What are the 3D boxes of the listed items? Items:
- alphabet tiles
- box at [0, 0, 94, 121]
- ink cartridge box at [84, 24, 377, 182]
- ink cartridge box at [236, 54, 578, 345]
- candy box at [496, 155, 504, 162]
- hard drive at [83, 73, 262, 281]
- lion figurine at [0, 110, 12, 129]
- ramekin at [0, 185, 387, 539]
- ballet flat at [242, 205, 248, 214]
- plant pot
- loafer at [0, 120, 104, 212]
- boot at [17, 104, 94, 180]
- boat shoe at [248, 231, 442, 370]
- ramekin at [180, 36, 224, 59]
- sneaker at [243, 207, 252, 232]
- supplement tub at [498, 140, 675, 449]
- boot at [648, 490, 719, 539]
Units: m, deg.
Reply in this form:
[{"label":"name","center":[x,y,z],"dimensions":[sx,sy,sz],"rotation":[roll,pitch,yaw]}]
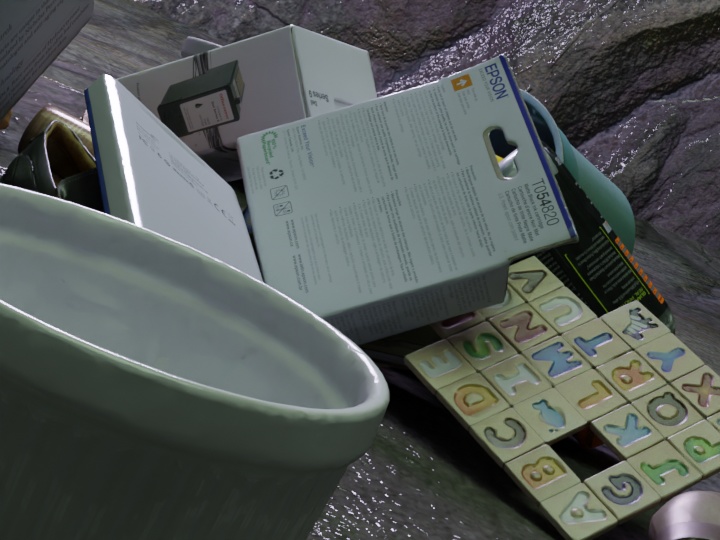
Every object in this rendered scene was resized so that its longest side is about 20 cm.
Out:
[{"label":"alphabet tiles","center":[0.132,0.067,0.998],"dimensions":[0.167,0.008,0.200],"rotation":[-22,51,-28]},{"label":"box","center":[-0.311,-0.210,1.085],"dimensions":[0.199,0.171,0.200],"rotation":[26,54,9]},{"label":"ink cartridge box","center":[-0.100,-0.128,1.331],"dimensions":[0.200,0.084,0.146],"rotation":[-13,-6,24]},{"label":"ink cartridge box","center":[0.027,-0.043,1.066],"dimensions":[0.200,0.200,0.041],"rotation":[-103,175,-46]},{"label":"candy box","center":[0.142,-0.010,1.364],"dimensions":[0.200,0.026,0.102],"rotation":[63,-15,-24]},{"label":"hard drive","center":[-0.108,-0.027,0.981],"dimensions":[0.132,0.025,0.200],"rotation":[44,14,-33]},{"label":"lion figurine","center":[-0.317,-0.143,1.245],"dimensions":[0.122,0.072,0.200],"rotation":[37,10,24]},{"label":"ramekin","center":[-0.100,0.052,0.593],"dimensions":[0.200,0.105,0.200],"rotation":[23,10,-4]},{"label":"ballet flat","center":[-0.047,-0.059,1.284],"dimensions":[0.064,0.076,0.200],"rotation":[40,-14,-2]},{"label":"plant pot","center":[0.160,-0.055,1.585],"dimensions":[0.200,0.200,0.196],"rotation":[33,6,41]},{"label":"loafer","center":[-0.170,-0.033,1.001],"dimensions":[0.073,0.072,0.200],"rotation":[16,14,-45]},{"label":"boot","center":[-0.154,-0.056,1.172],"dimensions":[0.155,0.077,0.200],"rotation":[33,-4,2]},{"label":"boat shoe","center":[0.001,0.031,1.102],"dimensions":[0.200,0.075,0.068],"rotation":[20,-20,18]},{"label":"ramekin","center":[-0.098,-0.151,1.626],"dimensions":[0.200,0.105,0.200],"rotation":[21,4,-1]},{"label":"sneaker","center":[0.000,0.000,1.176],"dimensions":[0.200,0.089,0.079],"rotation":[27,10,3]},{"label":"supplement tub","center":[0.137,0.018,1.140],"dimensions":[0.200,0.122,0.123],"rotation":[54,12,1]},{"label":"boot","center":[0.253,0.187,0.897],"dimensions":[0.200,0.070,0.146],"rotation":[26,16,16]}]
